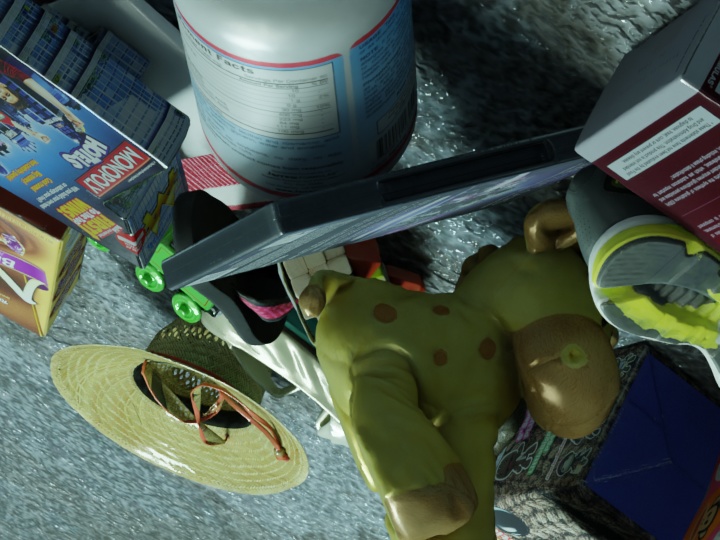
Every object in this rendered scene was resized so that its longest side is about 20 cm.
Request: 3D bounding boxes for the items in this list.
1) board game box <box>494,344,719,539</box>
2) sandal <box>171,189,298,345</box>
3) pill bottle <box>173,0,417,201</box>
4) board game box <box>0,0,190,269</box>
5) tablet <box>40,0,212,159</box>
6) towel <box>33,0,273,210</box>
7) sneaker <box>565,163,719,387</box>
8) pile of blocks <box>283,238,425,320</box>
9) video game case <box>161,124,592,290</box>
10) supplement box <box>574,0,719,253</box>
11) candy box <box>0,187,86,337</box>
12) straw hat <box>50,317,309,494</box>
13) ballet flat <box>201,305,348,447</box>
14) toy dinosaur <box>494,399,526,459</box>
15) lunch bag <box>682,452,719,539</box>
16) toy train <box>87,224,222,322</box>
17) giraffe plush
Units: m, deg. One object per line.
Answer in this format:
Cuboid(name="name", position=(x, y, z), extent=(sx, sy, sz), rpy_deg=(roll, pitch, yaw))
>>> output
Cuboid(name="board game box", position=(0.155, 0.141, 1.348), extent=(0.159, 0.097, 0.200), rpy_deg=(37, 156, -16))
Cuboid(name="sandal", position=(-0.061, -0.002, 1.309), extent=(0.045, 0.076, 0.200), rpy_deg=(-11, 168, 10))
Cuboid(name="pill bottle", position=(-0.030, -0.122, 1.014), extent=(0.108, 0.109, 0.200), rpy_deg=(24, 156, 15))
Cuboid(name="board game box", position=(-0.166, -0.087, 1.218), extent=(0.200, 0.062, 0.200), rpy_deg=(35, 158, -17))
Cuboid(name="tablet", position=(-0.136, -0.102, 1.247), extent=(0.130, 0.014, 0.200), rpy_deg=(40, 157, -25))
Cuboid(name="towel", position=(-0.127, -0.098, 1.292), extent=(0.200, 0.023, 0.144), rpy_deg=(43, 155, -28))
Cuboid(name="sneaker", position=(0.174, 0.000, 1.087), extent=(0.074, 0.085, 0.200), rpy_deg=(-38, 138, 21))
Cuboid(name="pile of blocks", position=(0.000, 0.000, 1.307), extent=(0.062, 0.082, 0.200), rpy_deg=(-21, 162, 5))
Cuboid(name="video game case", position=(0.019, -0.032, 1.072), extent=(0.143, 0.199, 0.019), rpy_deg=(-23, 84, 62))
Cuboid(name="supplement box", position=(0.205, -0.033, 0.974), extent=(0.200, 0.061, 0.109), rpy_deg=(35, 158, -9))
Cuboid(name="candy box", position=(-0.248, -0.032, 1.531), extent=(0.116, 0.057, 0.200), rpy_deg=(29, 159, 1))
Cuboid(name="straw hat", position=(-0.106, 0.070, 1.532), extent=(0.200, 0.085, 0.201), rpy_deg=(20, 154, 10))
Cuboid(name="ballet flat", position=(-0.022, 0.070, 1.448), extent=(0.200, 0.070, 0.069), rpy_deg=(40, 156, -9))
Cuboid(name="toy dinosaur", position=(0.068, 0.076, 1.333), extent=(0.077, 0.102, 0.200), rpy_deg=(43, 170, -6))
Cuboid(name="lunch bag", position=(0.252, 0.167, 1.149), extent=(0.176, 0.200, 0.082), rpy_deg=(32, 150, -6))
Cuboid(name="toy train", position=(-0.156, -0.044, 1.385), extent=(0.200, 0.042, 0.056), rpy_deg=(40, 143, 3))
Cuboid(name="giraffe plush", position=(0.067, 0.051, 1.175), extent=(0.173, 0.162, 0.201), rpy_deg=(88, 159, -79))
